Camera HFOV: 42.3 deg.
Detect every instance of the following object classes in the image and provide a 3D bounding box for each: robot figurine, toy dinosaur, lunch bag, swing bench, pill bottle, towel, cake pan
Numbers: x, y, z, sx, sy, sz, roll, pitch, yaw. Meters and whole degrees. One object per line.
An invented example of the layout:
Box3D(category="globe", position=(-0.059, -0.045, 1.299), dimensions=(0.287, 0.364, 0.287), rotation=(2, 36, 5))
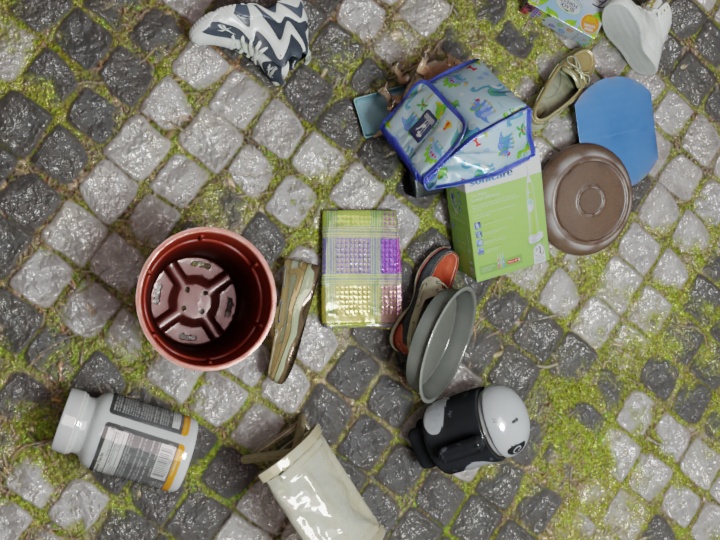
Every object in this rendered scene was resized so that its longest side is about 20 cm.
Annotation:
Box3D(category="robot figurine", position=(0.180, 0.263, 1.524), dimensions=(0.125, 0.198, 0.152), rotation=(45, 34, -38))
Box3D(category="toy dinosaur", position=(0.109, -0.289, 1.563), dimensions=(0.135, 0.086, 0.202), rotation=(31, 90, -33))
Box3D(category="lunch bag", position=(0.149, -0.223, 1.469), dimensions=(0.198, 0.171, 0.128), rotation=(-27, 136, -6))
Box3D(category="swing bench", position=(-0.069, 0.346, 1.434), dimensions=(0.129, 0.200, 0.200), rotation=(-33, 97, -15))
Box3D(category="pill bottle", position=(-0.353, 0.251, 1.400), dimensions=(0.198, 0.116, 0.118), rotation=(20, 82, -13))
Box3D(category="towel", position=(0.000, 0.000, 1.563), dimensions=(0.142, 0.023, 0.203), rotation=(-1, 87, -17))
Box3D(category="cake pan", position=(0.131, 0.117, 1.524), dimensions=(0.036, 0.200, 0.202), rotation=(21, 79, 24))

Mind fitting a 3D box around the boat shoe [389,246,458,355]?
Box3D(category="boat shoe", position=(0.118, 0.051, 1.564), dimensions=(0.071, 0.062, 0.202), rotation=(37, 74, -28))

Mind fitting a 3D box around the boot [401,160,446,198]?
Box3D(category="boot", position=(0.162, -0.221, 1.601), dimensions=(0.197, 0.066, 0.167), rotation=(-11, 93, -13))

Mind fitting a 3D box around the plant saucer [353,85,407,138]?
Box3D(category="plant saucer", position=(0.085, -0.285, 1.604), dimensions=(0.198, 0.019, 0.071), rotation=(-18, 93, -17))

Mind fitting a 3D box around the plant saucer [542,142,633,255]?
Box3D(category="plant saucer", position=(0.406, -0.125, 1.665), dimensions=(0.197, 0.032, 0.203), rotation=(-3, 100, -15))

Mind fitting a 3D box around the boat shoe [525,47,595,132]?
Box3D(category="boat shoe", position=(0.360, -0.326, 1.661), dimensions=(0.200, 0.063, 0.073), rotation=(-43, 98, -16))

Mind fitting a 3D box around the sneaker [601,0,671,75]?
Box3D(category="sneaker", position=(0.501, -0.458, 1.678), dimensions=(0.200, 0.073, 0.117), rotation=(39, 70, -48))

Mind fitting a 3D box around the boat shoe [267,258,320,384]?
Box3D(category="boat shoe", position=(-0.126, 0.080, 1.507), dimensions=(0.075, 0.072, 0.203), rotation=(16, 76, 0))

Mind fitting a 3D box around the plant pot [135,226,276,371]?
Box3D(category="plant pot", position=(-0.242, 0.044, 1.400), dimensions=(0.198, 0.195, 0.204), rotation=(1, 87, -16))

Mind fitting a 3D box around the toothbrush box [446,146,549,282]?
Box3D(category="toothbrush box", position=(0.230, -0.102, 1.572), dimensions=(0.144, 0.086, 0.203), rotation=(-17, 113, -16))

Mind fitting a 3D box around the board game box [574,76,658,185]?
Box3D(category="board game box", position=(0.460, -0.250, 1.700), dimensions=(0.156, 0.039, 0.203), rotation=(-14, 102, -14))

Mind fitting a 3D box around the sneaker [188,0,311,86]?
Box3D(category="sneaker", position=(-0.168, -0.355, 1.500), dimensions=(0.197, 0.079, 0.131), rotation=(-14, 83, -26))

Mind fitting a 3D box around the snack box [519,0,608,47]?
Box3D(category="snack box", position=(0.393, -0.528, 1.679), dimensions=(0.141, 0.053, 0.202), rotation=(26, 81, -3))
